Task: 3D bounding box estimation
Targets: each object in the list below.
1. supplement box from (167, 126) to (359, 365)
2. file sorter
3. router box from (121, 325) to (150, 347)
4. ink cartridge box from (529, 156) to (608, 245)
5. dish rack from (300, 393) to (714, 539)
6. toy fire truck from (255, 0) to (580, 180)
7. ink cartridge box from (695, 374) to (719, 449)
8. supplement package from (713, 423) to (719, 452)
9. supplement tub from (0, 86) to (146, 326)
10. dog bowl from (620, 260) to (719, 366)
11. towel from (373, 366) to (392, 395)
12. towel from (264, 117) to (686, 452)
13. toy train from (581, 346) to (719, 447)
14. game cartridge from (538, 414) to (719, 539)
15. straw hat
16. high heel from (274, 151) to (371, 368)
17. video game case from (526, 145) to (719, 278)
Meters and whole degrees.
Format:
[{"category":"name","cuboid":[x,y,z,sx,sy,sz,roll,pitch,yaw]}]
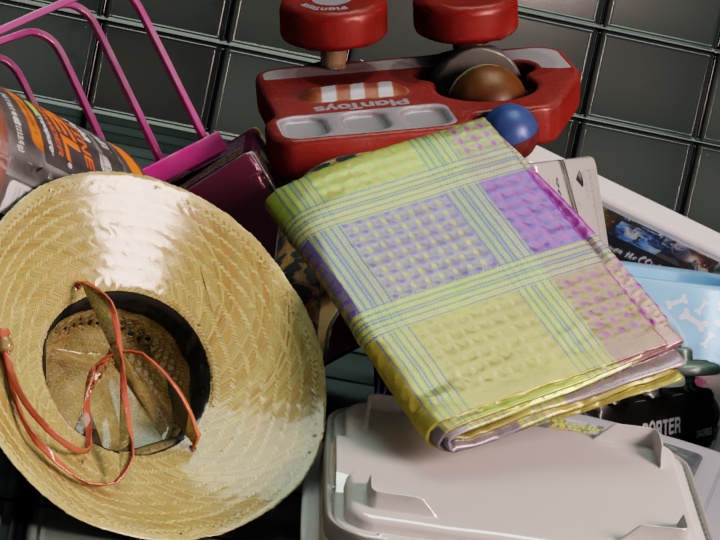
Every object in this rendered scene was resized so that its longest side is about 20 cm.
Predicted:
[{"category":"supplement box","cuboid":[-0.072,-0.001,1.500,0.103,0.131,0.200,-31,6,2]},{"category":"file sorter","cuboid":[-0.210,-0.075,1.492,0.139,0.126,0.200,-30,6,-41]},{"category":"router box","cuboid":[-0.172,0.048,1.354,0.149,0.051,0.200,5,11,-44]},{"category":"ink cartridge box","cuboid":[0.088,0.000,1.385,0.068,0.116,0.200,-9,2,17]},{"category":"dish rack","cuboid":[0.073,0.107,1.177,0.199,0.044,0.172,7,20,-3]},{"category":"toy fire truck","cuboid":[0.036,-0.096,1.492,0.199,0.112,0.168,-4,24,-9]},{"category":"ink cartridge box","cuboid":[0.195,0.087,1.611,0.199,0.068,0.116,14,7,8]},{"category":"supplement package","cuboid":[0.327,0.114,1.437,0.200,0.111,0.156,9,8,-24]},{"category":"supplement tub","cuboid":[-0.172,-0.029,1.254,0.107,0.107,0.200,16,-6,31]},{"category":"dog bowl","cuboid":[0.161,0.022,1.583,0.199,0.050,0.111,6,7,-6]},{"category":"towel","cuboid":[0.032,0.023,1.512,0.049,0.148,0.200,-2,5,2]},{"category":"towel","cuboid":[0.053,0.006,1.236,0.143,0.023,0.200,-19,47,-21]},{"category":"toy train","cuboid":[0.136,0.090,1.465,0.114,0.085,0.200,1,3,31]},{"category":"game cartridge","cuboid":[0.121,0.115,1.296,0.199,0.041,0.133,13,15,11]},{"category":"straw hat","cuboid":[-0.121,0.056,1.194,0.201,0.201,0.085,7,-32,-34]},{"category":"high heel","cuboid":[0.000,0.000,1.328,0.200,0.072,0.142,-31,29,-23]},{"category":"video game case","cuboid":[0.137,0.008,1.662,0.200,0.182,0.023,24,45,-24]}]
